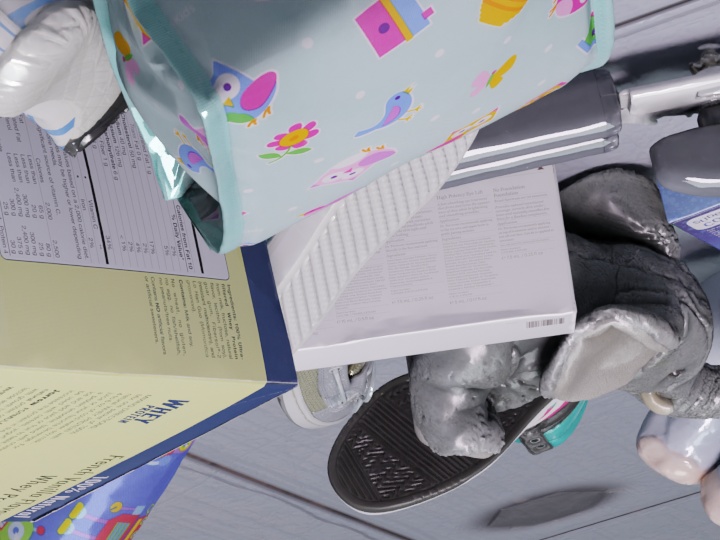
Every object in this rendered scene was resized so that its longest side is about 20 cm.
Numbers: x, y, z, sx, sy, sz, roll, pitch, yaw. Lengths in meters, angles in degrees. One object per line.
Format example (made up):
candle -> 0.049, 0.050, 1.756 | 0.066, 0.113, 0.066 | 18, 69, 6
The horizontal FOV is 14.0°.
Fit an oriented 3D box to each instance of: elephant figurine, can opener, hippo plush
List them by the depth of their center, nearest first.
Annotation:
can opener -> 0.107, -0.062, 1.361 | 0.198, 0.067, 0.053 | -8, 164, 0
elephant figurine -> 0.119, 0.019, 1.506 | 0.198, 0.143, 0.155 | -7, 177, 2
hippo plush -> 0.256, 0.065, 1.685 | 0.199, 0.160, 0.161 | -13, 163, 1

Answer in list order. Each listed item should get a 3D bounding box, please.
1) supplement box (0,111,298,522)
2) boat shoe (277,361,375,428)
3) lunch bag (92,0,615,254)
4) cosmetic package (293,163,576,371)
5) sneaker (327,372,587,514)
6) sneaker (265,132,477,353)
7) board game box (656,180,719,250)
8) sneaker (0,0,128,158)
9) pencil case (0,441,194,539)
supplement box -> -0.172, 0.017, 1.273 | 0.199, 0.135, 0.199 | 5, 155, -45
boat shoe -> -0.018, 0.029, 1.530 | 0.064, 0.075, 0.202 | -11, 156, 8
lunch bag -> -0.003, -0.092, 1.028 | 0.170, 0.122, 0.200 | -31, 160, -8
cosmetic package -> 0.000, 0.000, 1.403 | 0.198, 0.083, 0.051 | -7, 167, 2
sneaker -> 0.064, 0.078, 1.667 | 0.199, 0.084, 0.121 | -34, 166, -11
sneaker -> -0.025, -0.042, 1.320 | 0.200, 0.082, 0.074 | -48, 154, 21
board game box -> 0.267, -0.061, 1.513 | 0.199, 0.035, 0.135 | -21, 161, 22
sneaker -> -0.121, -0.091, 1.122 | 0.072, 0.073, 0.200 | -44, 171, 4
pencil case -> -0.153, 0.111, 1.559 | 0.078, 0.087, 0.201 | -7, 136, -58
